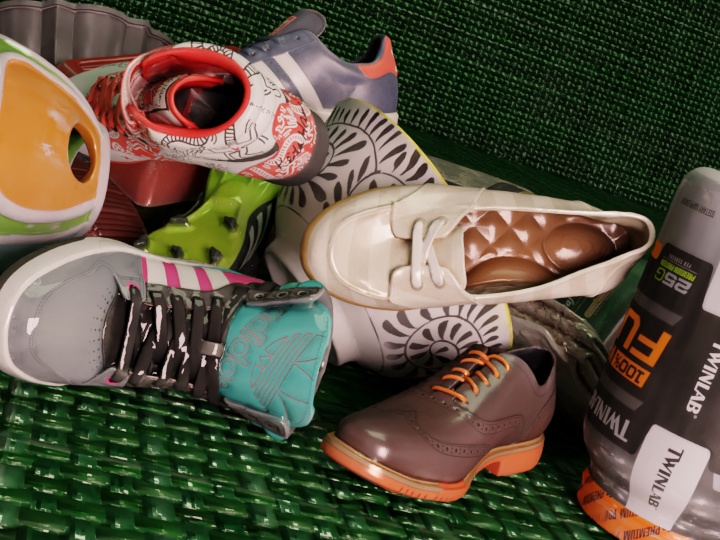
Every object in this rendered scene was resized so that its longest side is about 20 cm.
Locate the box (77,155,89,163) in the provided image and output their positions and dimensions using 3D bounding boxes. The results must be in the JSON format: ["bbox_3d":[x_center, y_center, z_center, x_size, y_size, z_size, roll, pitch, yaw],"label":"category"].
[{"bbox_3d":[-0.217,-0.103,0.900,0.199,0.035,0.110,-11,36,-33],"label":"box"}]

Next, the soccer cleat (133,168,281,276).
[{"bbox_3d":[-0.094,-0.010,0.739,0.067,0.081,0.200,13,39,14],"label":"soccer cleat"}]

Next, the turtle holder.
[{"bbox_3d":[-0.222,-0.050,0.645,0.131,0.186,0.141,11,47,-33],"label":"turtle holder"}]

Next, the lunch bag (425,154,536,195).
[{"bbox_3d":[0.102,-0.037,1.105,0.199,0.118,0.164,16,12,3],"label":"lunch bag"}]

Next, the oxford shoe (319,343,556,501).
[{"bbox_3d":[0.048,0.072,0.624,0.071,0.073,0.200,26,14,27],"label":"oxford shoe"}]

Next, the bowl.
[{"bbox_3d":[0.000,0.000,0.746,0.094,0.201,0.201,-31,31,-13],"label":"bowl"}]

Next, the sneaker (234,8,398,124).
[{"bbox_3d":[-0.067,-0.141,0.807,0.199,0.085,0.075,1,11,-23],"label":"sneaker"}]

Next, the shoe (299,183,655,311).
[{"bbox_3d":[0.067,-0.016,0.630,0.199,0.070,0.053,-2,-6,-19],"label":"shoe"}]

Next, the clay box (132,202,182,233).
[{"bbox_3d":[-0.163,-0.067,0.979,0.115,0.048,0.200,25,12,23],"label":"clay box"}]

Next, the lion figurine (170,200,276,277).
[{"bbox_3d":[-0.080,-0.047,0.918,0.122,0.073,0.200,14,21,-6],"label":"lion figurine"}]

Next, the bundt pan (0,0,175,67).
[{"bbox_3d":[-0.260,-0.158,1.022,0.201,0.076,0.202,-1,-14,0],"label":"bundt pan"}]

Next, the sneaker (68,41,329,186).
[{"bbox_3d":[-0.125,-0.101,0.686,0.201,0.068,0.108,13,-7,23],"label":"sneaker"}]

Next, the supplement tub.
[{"bbox_3d":[0.199,0.055,0.637,0.122,0.201,0.123,19,11,-4],"label":"supplement tub"}]

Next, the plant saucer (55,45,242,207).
[{"bbox_3d":[-0.124,-0.123,0.894,0.199,0.037,0.200,-13,37,-35],"label":"plant saucer"}]

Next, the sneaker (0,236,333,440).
[{"bbox_3d":[-0.077,0.037,0.576,0.120,0.084,0.200,15,7,29],"label":"sneaker"}]

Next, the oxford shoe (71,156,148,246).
[{"bbox_3d":[-0.207,-0.042,0.764,0.200,0.075,0.070,47,14,23],"label":"oxford shoe"}]

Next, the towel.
[{"bbox_3d":[0.109,0.048,0.806,0.200,0.034,0.133,32,-16,50],"label":"towel"}]

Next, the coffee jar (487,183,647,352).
[{"bbox_3d":[0.153,0.010,0.924,0.200,0.104,0.085,37,-5,45],"label":"coffee jar"}]
